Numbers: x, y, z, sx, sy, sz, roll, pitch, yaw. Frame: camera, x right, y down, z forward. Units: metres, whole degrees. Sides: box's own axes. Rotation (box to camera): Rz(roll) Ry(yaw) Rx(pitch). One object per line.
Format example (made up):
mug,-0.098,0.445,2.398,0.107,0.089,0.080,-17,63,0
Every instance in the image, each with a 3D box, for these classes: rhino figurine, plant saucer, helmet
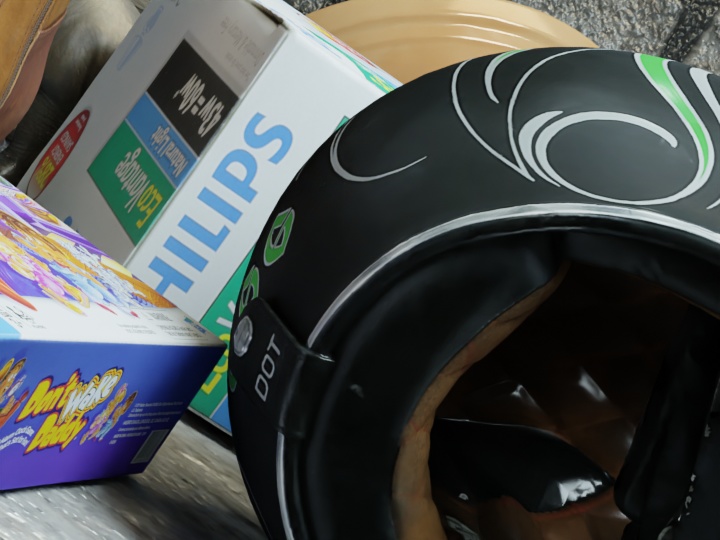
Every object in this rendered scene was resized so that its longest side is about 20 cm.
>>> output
rhino figurine,-0.111,-0.069,1.124,0.200,0.088,0.060,33,8,0
plant saucer,0.023,-0.031,1.197,0.200,0.200,0.038,31,36,-32
helmet,0.064,0.031,0.783,0.200,0.200,0.191,34,15,-3

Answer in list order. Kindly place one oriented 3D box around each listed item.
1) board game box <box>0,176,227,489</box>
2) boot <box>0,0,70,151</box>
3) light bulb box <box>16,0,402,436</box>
board game box,-0.121,-0.003,0.702,0.134,0.045,0.200,36,5,10
boot,-0.113,-0.112,0.888,0.068,0.200,0.188,36,5,18
light bulb box,0.000,0.000,1.010,0.200,0.125,0.198,34,5,-19
